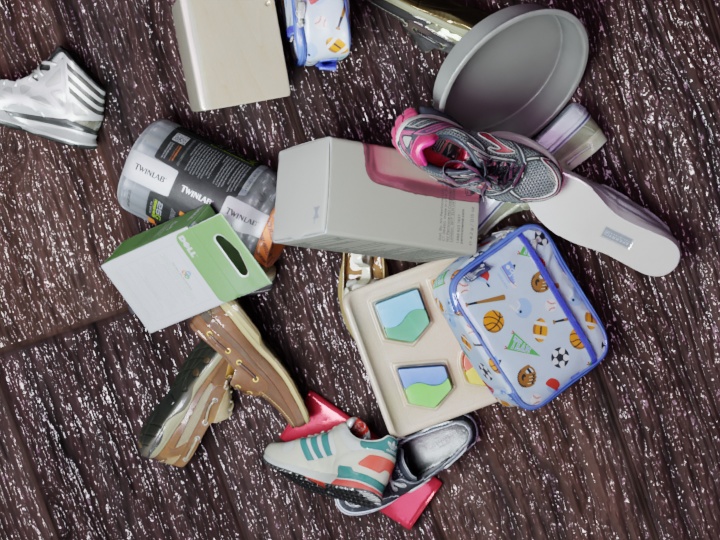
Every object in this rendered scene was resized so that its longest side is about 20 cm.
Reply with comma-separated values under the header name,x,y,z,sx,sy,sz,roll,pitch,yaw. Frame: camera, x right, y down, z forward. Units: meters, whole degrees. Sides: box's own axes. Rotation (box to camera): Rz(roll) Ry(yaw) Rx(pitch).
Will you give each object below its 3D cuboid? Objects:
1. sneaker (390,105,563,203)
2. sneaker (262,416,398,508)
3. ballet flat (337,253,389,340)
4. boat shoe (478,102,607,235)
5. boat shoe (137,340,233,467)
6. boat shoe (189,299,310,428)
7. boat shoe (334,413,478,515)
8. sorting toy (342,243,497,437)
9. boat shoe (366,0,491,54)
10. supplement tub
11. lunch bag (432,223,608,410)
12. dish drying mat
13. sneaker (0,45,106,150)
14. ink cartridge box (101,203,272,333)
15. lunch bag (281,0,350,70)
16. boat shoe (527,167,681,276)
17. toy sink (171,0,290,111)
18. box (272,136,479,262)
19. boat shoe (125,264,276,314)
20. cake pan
name,x,y,z,sx,sy,sz,roll,pitch,yaw
sneaker,0.129,-0.111,1.563,0.200,0.075,0.081,14,111,-20
sneaker,-0.031,0.221,1.754,0.200,0.070,0.093,7,64,47
ballet flat,0.000,0.000,1.741,0.069,0.063,0.200,0,99,15
boat shoe,0.199,-0.105,1.676,0.062,0.072,0.200,44,104,-1
boat shoe,-0.197,0.158,1.814,0.074,0.076,0.200,34,97,-23
boat shoe,-0.132,0.116,1.753,0.068,0.072,0.200,-35,110,-3
boat shoe,0.052,0.236,1.750,0.200,0.068,0.072,-29,88,9
sorting toy,0.100,0.082,1.711,0.200,0.036,0.185,-20,95,-6
boat shoe,0.086,-0.280,1.671,0.201,0.072,0.066,24,124,10
supplement tub,-0.178,-0.089,1.736,0.200,0.123,0.123,25,104,8
lunch bag,0.187,0.047,1.670,0.160,0.076,0.200,-33,100,-17
dish drying mat,0.000,0.235,1.804,0.200,0.018,0.077,35,103,6
sneaker,-0.408,-0.229,1.801,0.200,0.076,0.115,16,94,2
ink cartridge box,-0.192,-0.009,1.679,0.200,0.059,0.104,-21,111,34
lunch bag,-0.053,-0.302,1.624,0.076,0.200,0.160,-6,97,-3
boat shoe,0.276,-0.066,1.651,0.200,0.069,0.072,23,116,-5
toy sink,-0.149,-0.257,1.686,0.112,0.200,0.130,-11,97,-9
box,0.019,-0.076,1.633,0.200,0.128,0.109,8,82,-30
boat shoe,-0.198,0.022,1.790,0.200,0.072,0.065,-3,113,9
cake pan,0.163,-0.215,1.615,0.200,0.200,0.037,-48,55,15
